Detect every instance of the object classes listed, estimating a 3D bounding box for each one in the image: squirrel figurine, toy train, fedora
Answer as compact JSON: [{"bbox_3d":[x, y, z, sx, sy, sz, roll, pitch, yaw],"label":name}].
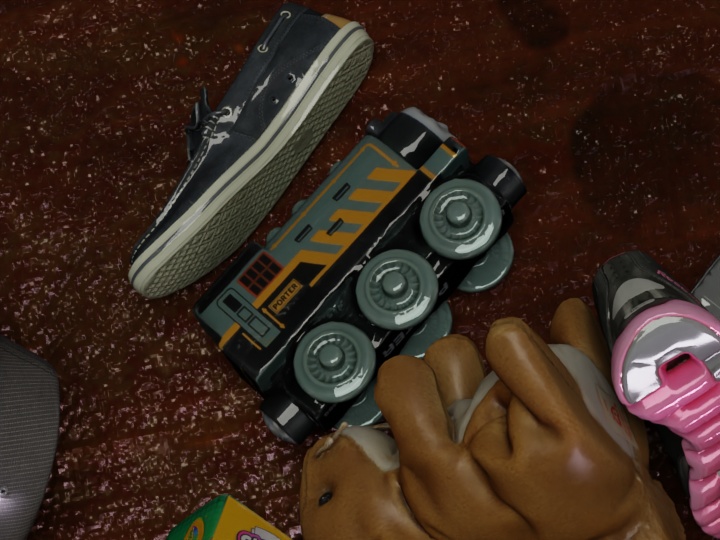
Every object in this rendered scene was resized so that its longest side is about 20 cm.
[{"bbox_3d":[0.064,0.134,1.246,0.186,0.141,0.201,-30,90,19],"label":"squirrel figurine"},{"bbox_3d":[0.000,0.000,1.319,0.114,0.085,0.200,39,83,20],"label":"toy train"},{"bbox_3d":[-0.225,0.108,1.288,0.090,0.177,0.201,25,102,-25],"label":"fedora"}]

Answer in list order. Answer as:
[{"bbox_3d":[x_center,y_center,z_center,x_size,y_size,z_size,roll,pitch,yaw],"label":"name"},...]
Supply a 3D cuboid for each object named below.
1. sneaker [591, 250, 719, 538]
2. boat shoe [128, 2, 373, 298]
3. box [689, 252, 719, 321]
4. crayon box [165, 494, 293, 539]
[{"bbox_3d":[0.177,0.062,1.258,0.079,0.200,0.096,-32,42,2],"label":"sneaker"},{"bbox_3d":[-0.072,-0.070,1.341,0.062,0.075,0.200,33,77,15],"label":"boat shoe"},{"bbox_3d":[0.289,0.035,1.293,0.200,0.079,0.141,39,82,9],"label":"box"},{"bbox_3d":[-0.024,0.220,1.201,0.200,0.058,0.119,37,45,-17],"label":"crayon box"}]
